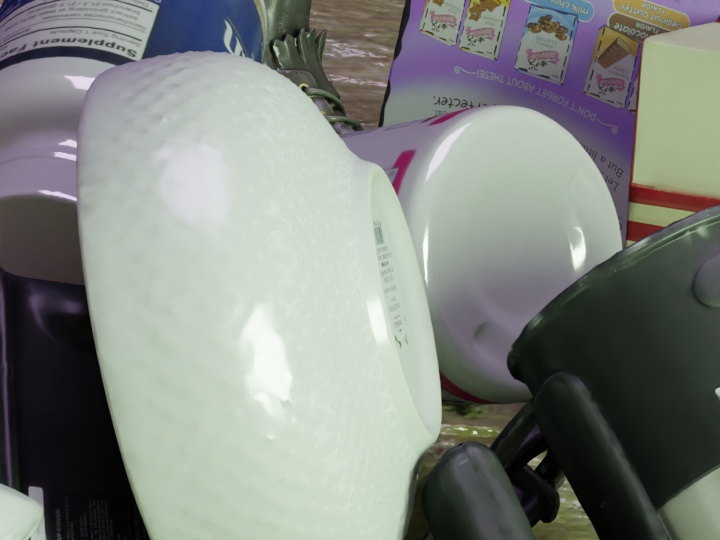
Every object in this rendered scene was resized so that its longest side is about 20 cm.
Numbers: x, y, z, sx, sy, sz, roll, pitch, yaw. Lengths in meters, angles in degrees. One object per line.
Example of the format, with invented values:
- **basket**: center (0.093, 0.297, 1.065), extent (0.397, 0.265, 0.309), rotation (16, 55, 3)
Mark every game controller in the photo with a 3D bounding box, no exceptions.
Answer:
- **game controller**: center (-0.099, 0.090, 0.769), extent (0.104, 0.042, 0.201), rotation (15, 54, -33)

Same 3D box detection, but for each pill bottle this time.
- **pill bottle**: center (0.000, 0.000, 0.971), extent (0.113, 0.114, 0.199), rotation (-10, 2, -39)
- **pill bottle**: center (-0.103, -0.053, 0.940), extent (0.110, 0.112, 0.201), rotation (10, 37, 0)

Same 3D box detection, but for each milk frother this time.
- **milk frother**: center (0.118, 0.110, 0.837), extent (0.180, 0.200, 0.189), rotation (-25, 70, -4)

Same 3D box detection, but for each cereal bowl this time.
- **cereal bowl**: center (-0.024, 0.020, 0.794), extent (0.083, 0.201, 0.200), rotation (-12, 20, 10)

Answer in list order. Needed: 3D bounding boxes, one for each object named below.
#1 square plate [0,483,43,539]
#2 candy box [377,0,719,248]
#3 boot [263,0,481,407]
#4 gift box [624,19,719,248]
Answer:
- **square plate**: center (-0.229, 0.100, 0.707), extent (0.197, 0.029, 0.200), rotation (21, 53, 26)
- **candy box**: center (0.093, -0.056, 1.108), extent (0.167, 0.201, 0.071), rotation (24, 21, 31)
- **boot**: center (0.010, -0.052, 1.095), extent (0.173, 0.202, 0.069), rotation (13, 7, 25)
- **gift box**: center (0.217, -0.004, 0.967), extent (0.186, 0.186, 0.200), rotation (13, 23, 34)
